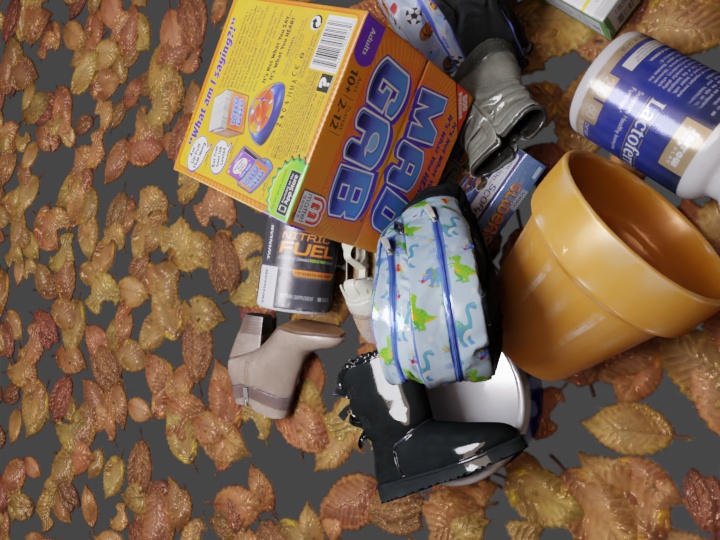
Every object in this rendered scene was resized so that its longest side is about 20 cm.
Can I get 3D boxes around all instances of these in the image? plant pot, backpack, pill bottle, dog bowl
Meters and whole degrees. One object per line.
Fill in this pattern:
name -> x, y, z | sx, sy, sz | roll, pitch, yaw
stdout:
plant pot -> 0.228, 0.012, 0.641 | 0.201, 0.200, 0.183 | 54, 129, 23
backpack -> 0.075, 0.027, 0.603 | 0.200, 0.153, 0.164 | -114, 15, -59
pill bottle -> 0.322, -0.143, 0.624 | 0.200, 0.116, 0.116 | 43, 108, 28
backpack -> 0.100, -0.335, 0.745 | 0.153, 0.200, 0.191 | -21, 59, 15
dog bowl -> 0.114, 0.150, 0.757 | 0.199, 0.079, 0.201 | -3, 85, 33
pill bottle -> -0.083, -0.043, 0.882 | 0.106, 0.106, 0.201 | 8, 91, 33

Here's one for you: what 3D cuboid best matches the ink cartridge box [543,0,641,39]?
ink cartridge box -> 0.241, -0.368, 0.726 | 0.200, 0.059, 0.104 | 45, 110, 27

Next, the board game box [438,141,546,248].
board game box -> 0.120, -0.071, 0.757 | 0.200, 0.034, 0.136 | -57, 30, 17

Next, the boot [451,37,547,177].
boot -> 0.119, -0.159, 0.728 | 0.200, 0.067, 0.131 | -43, 46, 43

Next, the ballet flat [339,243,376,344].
ballet flat -> 0.000, 0.000, 0.848 | 0.068, 0.067, 0.201 | -9, 82, 32

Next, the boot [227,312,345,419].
boot -> -0.111, 0.144, 0.916 | 0.199, 0.070, 0.147 | 8, 97, 34

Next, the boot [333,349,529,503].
boot -> 0.069, 0.155, 0.700 | 0.198, 0.073, 0.163 | -30, 68, 28

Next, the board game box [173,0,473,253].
board game box -> -0.040, -0.151, 0.683 | 0.199, 0.199, 0.201 | 27, 98, 38
